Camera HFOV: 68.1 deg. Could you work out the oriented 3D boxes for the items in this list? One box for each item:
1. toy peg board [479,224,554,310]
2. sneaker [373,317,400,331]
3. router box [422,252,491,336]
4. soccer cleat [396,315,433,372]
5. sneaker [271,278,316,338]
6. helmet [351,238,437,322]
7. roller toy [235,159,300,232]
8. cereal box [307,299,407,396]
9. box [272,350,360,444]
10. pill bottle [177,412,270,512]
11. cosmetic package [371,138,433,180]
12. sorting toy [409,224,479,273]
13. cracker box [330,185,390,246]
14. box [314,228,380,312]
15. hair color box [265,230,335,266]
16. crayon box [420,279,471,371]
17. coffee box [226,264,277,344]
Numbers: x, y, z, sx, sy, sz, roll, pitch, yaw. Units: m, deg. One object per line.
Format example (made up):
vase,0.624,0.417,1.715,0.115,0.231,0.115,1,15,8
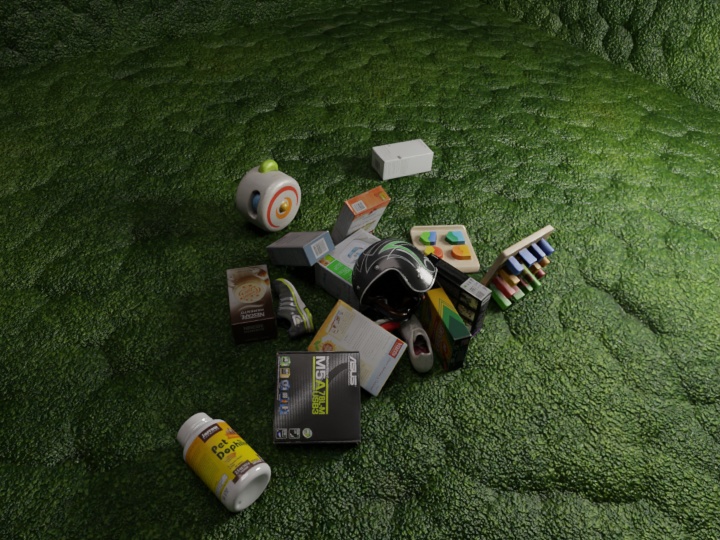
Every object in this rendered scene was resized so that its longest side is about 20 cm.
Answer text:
toy peg board,0.446,0.003,1.469,0.199,0.200,0.098,-27,67,-27
sneaker,0.022,0.184,1.343,0.199,0.077,0.085,-26,81,-23
router box,0.240,0.065,1.413,0.051,0.150,0.199,-34,55,-32
soccer cleat,0.141,0.162,1.353,0.069,0.087,0.201,-9,45,-12
sneaker,-0.195,0.097,1.413,0.080,0.074,0.200,-24,49,-21
helmet,0.076,0.016,1.328,0.189,0.201,0.201,28,47,1
roller toy,-0.278,-0.218,1.651,0.139,0.200,0.183,30,73,25
cereal box,-0.008,0.183,1.267,0.199,0.040,0.145,34,81,0
box,-0.094,0.282,1.190,0.191,0.048,0.202,0,72,0
pill bottle,-0.284,0.383,1.087,0.199,0.110,0.109,33,51,27
cosmetic package,0.151,-0.404,1.936,0.198,0.082,0.113,-17,46,-18
sorting toy,0.256,-0.072,1.634,0.183,0.037,0.201,-2,45,-5
cracker box,-0.004,-0.152,1.583,0.133,0.200,0.058,-28,75,-28
box,0.000,0.000,1.506,0.176,0.097,0.199,33,51,29
hair color box,-0.173,-0.063,1.516,0.099,0.061,0.199,-36,24,-33
crayon box,0.205,0.137,1.355,0.050,0.128,0.201,-12,45,-15
coffee box,-0.288,0.086,1.411,0.113,0.080,0.201,-9,46,-12
